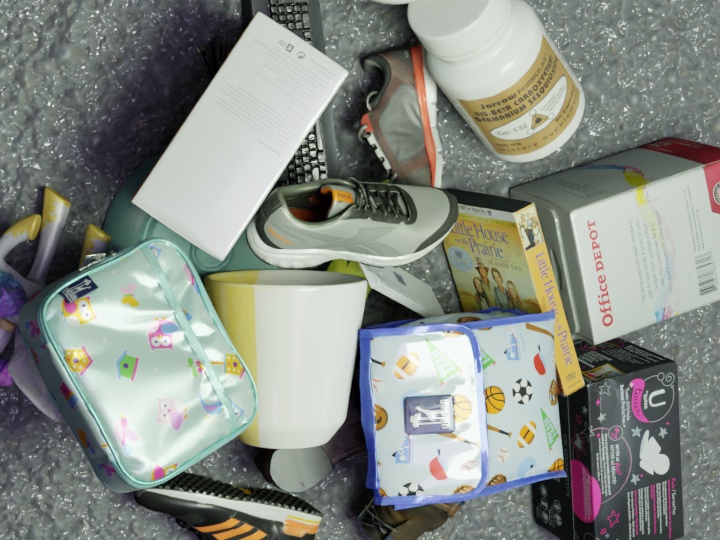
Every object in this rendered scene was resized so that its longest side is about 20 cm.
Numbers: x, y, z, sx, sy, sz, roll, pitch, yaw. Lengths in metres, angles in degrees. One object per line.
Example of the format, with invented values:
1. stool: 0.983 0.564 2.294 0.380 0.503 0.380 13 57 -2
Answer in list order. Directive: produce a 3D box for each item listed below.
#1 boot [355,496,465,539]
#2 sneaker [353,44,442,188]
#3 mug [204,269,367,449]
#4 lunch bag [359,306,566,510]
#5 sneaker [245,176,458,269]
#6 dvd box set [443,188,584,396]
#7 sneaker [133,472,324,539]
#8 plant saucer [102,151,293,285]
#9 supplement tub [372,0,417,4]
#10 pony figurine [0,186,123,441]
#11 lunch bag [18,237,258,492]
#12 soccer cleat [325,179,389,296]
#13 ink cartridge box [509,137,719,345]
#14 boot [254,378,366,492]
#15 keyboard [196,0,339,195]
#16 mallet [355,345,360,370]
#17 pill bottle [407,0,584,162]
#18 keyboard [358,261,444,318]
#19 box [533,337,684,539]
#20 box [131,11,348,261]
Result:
1. boot: 0.038 0.247 1.653 0.097 0.075 0.200 -48 155 4
2. sneaker: 0.033 -0.120 1.592 0.082 0.077 0.200 -1 73 -7
3. mug: -0.085 0.080 1.526 0.149 0.186 0.153 -9 102 -59
4. lunch bag: 0.089 0.125 1.537 0.200 0.124 0.170 -4 91 -35
5. sneaker: 0.000 -0.048 1.483 0.200 0.074 0.079 -7 149 -23
6. dvd box set: 0.145 0.020 1.642 0.029 0.146 0.200 -27 112 -26
7. sneaker: -0.135 0.258 1.629 0.200 0.070 0.090 14 94 -26
8. plant saucer: -0.147 -0.021 1.577 0.200 0.036 0.200 -5 105 -21
9. supplement tub: 0.015 -0.315 1.481 0.145 0.200 0.146 -5 105 -21
10. pony figurine: -0.277 0.052 1.497 0.193 0.167 0.200 34 92 7
11. lunch bag: -0.187 0.075 1.411 0.160 0.077 0.200 -30 96 -28
12. soccer cleat: 0.000 0.001 1.614 0.065 0.084 0.200 35 88 -25
13. ink cartridge box: 0.277 -0.034 1.683 0.200 0.145 0.145 -18 108 -17
14. boot: -0.018 0.151 1.640 0.200 0.097 0.075 -27 96 -20
15. keyboard: -0.086 -0.161 1.558 0.127 0.021 0.200 -8 94 -20
16. mallet: -0.055 0.117 1.649 0.200 0.066 0.041 -27 76 2
17. pill bottle: 0.127 -0.199 1.564 0.114 0.114 0.200 -49 139 -4
18. keyboard: 0.040 0.015 1.593 0.011 0.056 0.200 -39 154 11
19. box: 0.258 0.183 1.734 0.115 0.132 0.200 -11 107 -23
20. box: -0.109 -0.119 1.475 0.097 0.124 0.200 34 90 -6
